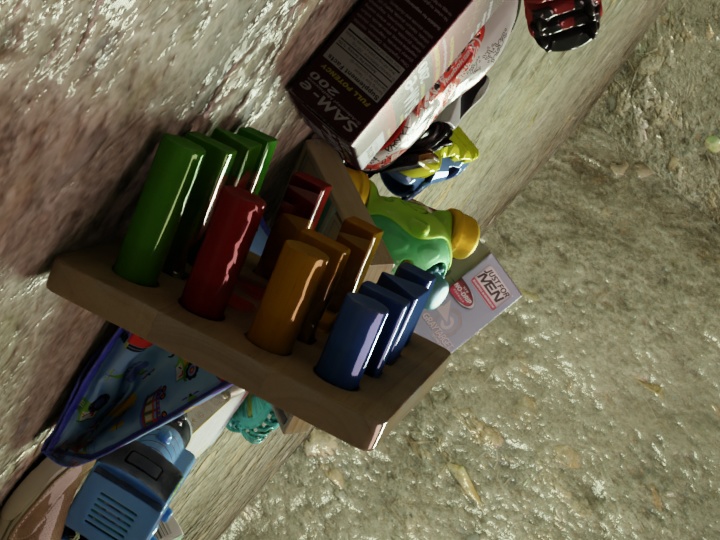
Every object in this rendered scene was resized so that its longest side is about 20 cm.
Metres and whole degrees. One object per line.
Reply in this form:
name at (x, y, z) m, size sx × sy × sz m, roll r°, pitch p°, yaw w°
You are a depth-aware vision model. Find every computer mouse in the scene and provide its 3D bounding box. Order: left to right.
computer mouse at (0.054, -0.142, 1.214) m, size 0.108 × 0.044 × 0.200 m, roll -14°, pitch -157°, yaw 31°

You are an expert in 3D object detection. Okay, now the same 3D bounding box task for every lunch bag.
lunch bag at (-0.138, 0.068, 1.005) m, size 0.200 × 0.094 × 0.151 m, roll -43°, pitch 180°, yaw 29°

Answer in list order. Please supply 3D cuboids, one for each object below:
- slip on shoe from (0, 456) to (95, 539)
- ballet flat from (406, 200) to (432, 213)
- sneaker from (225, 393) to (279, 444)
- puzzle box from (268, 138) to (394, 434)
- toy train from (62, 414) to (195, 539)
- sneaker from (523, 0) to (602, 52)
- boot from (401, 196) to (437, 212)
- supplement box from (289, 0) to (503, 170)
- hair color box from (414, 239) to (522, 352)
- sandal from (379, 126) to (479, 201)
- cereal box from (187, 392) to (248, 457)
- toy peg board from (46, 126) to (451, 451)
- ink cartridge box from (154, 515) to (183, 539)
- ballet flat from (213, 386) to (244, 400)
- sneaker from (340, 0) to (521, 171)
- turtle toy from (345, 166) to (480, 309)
slip on shoe at (-0.257, 0.215, 1.063) m, size 0.201 × 0.060 × 0.076 m, roll -51°, pitch 174°, yaw 3°
ballet flat at (0.004, 0.023, 1.302) m, size 0.067 × 0.068 × 0.202 m, roll -15°, pitch 132°, yaw -62°
sneaker at (-0.099, 0.155, 1.513) m, size 0.080 × 0.077 × 0.200 m, roll -59°, pitch -164°, yaw -13°
puzzle box at (-0.042, 0.015, 1.082) m, size 0.025 × 0.134 × 0.201 m, roll -2°, pitch 137°, yaw -30°
toy train at (-0.194, 0.187, 1.176) m, size 0.115 × 0.086 × 0.200 m, roll -56°, pitch -179°, yaw 19°
sneaker at (0.154, -0.272, 1.114) m, size 0.070 × 0.099 × 0.201 m, roll -12°, pitch 147°, yaw 4°
boot at (0.020, -0.003, 1.396) m, size 0.073 × 0.202 × 0.156 m, roll 15°, pitch 98°, yaw -48°
supplement box at (0.040, -0.170, 0.945) m, size 0.201 × 0.061 × 0.109 m, roll -50°, pitch 174°, yaw -1°
hair color box at (0.036, 0.045, 1.229) m, size 0.199 × 0.061 × 0.099 m, roll -39°, pitch -149°, yaw 2°
sandal at (0.051, -0.109, 1.350) m, size 0.087 × 0.080 × 0.199 m, roll -46°, pitch 169°, yaw 25°
cereal box at (-0.185, 0.173, 1.428) m, size 0.144 × 0.039 × 0.200 m, roll -54°, pitch 174°, yaw 33°
toy peg board at (-0.040, -0.006, 0.796) m, size 0.099 × 0.197 × 0.200 m, roll -67°, pitch 170°, yaw 13°
ink cartridge box at (-0.271, 0.313, 1.390) m, size 0.160 × 0.050 × 0.201 m, roll -25°, pitch 160°, yaw -27°
ballet flat at (-0.112, 0.060, 1.131) m, size 0.067 × 0.073 × 0.201 m, roll -26°, pitch 159°, yaw -43°
sneaker at (0.054, -0.160, 1.071) m, size 0.202 × 0.067 × 0.108 m, roll -48°, pitch 176°, yaw 5°
turtle toy at (0.000, 0.000, 1.148) m, size 0.199 × 0.144 × 0.103 m, roll -30°, pitch -133°, yaw 55°
